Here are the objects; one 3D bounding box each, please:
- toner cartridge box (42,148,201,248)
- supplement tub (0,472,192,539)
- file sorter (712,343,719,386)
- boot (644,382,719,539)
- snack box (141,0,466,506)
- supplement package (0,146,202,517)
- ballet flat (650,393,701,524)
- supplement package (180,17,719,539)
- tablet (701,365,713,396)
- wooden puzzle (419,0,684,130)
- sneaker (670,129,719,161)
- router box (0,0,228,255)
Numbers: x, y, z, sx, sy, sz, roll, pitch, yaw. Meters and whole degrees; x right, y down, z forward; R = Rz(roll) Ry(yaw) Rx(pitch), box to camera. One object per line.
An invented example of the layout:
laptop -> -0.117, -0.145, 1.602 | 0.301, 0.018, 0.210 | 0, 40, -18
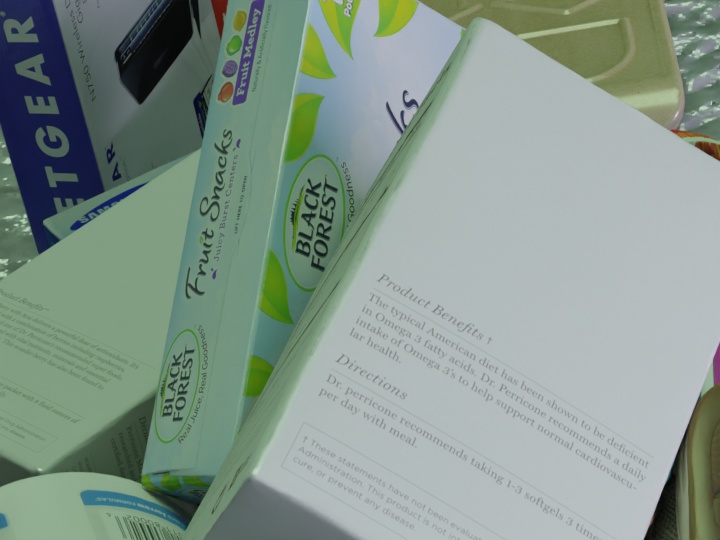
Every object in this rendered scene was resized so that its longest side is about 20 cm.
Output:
toner cartridge box -> -0.039, -0.016, 1.114 | 0.199, 0.096, 0.043 | -25, 33, -21
supplement tub -> -0.083, 0.169, 0.802 | 0.131, 0.133, 0.200 | -18, 32, -9
file sorter -> 0.192, 0.036, 0.900 | 0.124, 0.140, 0.201 | -1, 33, 10
boot -> 0.102, 0.154, 0.760 | 0.071, 0.155, 0.201 | 12, 56, -6
snack box -> 0.000, 0.000, 0.915 | 0.053, 0.142, 0.202 | -8, 66, 44
supplement package -> -0.079, 0.057, 0.987 | 0.121, 0.121, 0.200 | 20, 44, 40
ballet flat -> 0.091, 0.060, 0.942 | 0.063, 0.069, 0.200 | -39, 7, 17
supplement package -> 0.033, 0.043, 0.777 | 0.116, 0.117, 0.201 | 30, 52, -3
tablet -> 0.088, 0.084, 0.990 | 0.200, 0.014, 0.130 | -35, 39, -31
wooden puzzle -> 0.070, -0.109, 1.276 | 0.184, 0.047, 0.201 | -9, 37, 6
sneaker -> 0.079, -0.011, 1.109 | 0.198, 0.074, 0.077 | -16, 10, -13
router box -> -0.119, -0.115, 1.198 | 0.048, 0.201, 0.180 | 2, 35, 21
